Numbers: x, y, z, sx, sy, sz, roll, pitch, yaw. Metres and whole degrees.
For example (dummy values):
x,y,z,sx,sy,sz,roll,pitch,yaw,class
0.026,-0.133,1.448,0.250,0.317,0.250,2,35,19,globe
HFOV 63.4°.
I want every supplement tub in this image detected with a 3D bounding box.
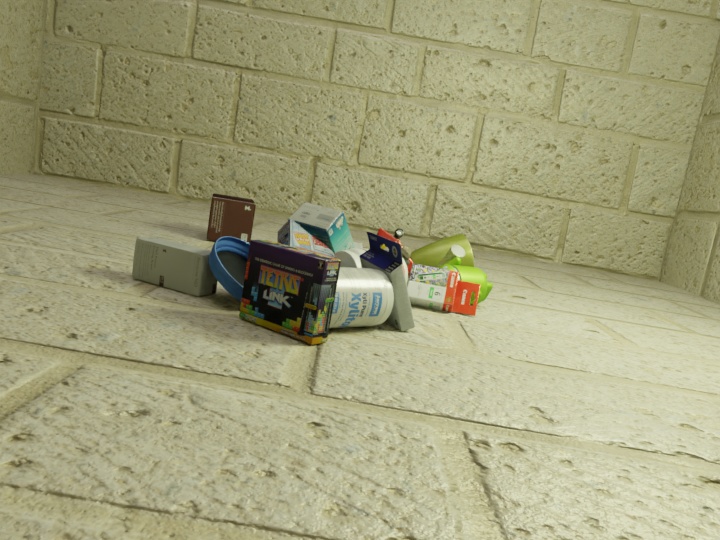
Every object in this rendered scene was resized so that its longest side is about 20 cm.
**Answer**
x,y,z,sx,sy,sz,roll,pitch,yaw,class
0.019,0.011,1.580,0.199,0.141,0.140,0,13,-45,supplement tub
-0.041,0.058,1.256,0.199,0.133,0.132,1,12,-39,supplement tub

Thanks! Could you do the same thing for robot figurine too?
x,y,z,sx,sy,sz,roll,pitch,yaw,class
0.296,0.044,1.745,0.199,0.116,0.176,6,41,-26,robot figurine

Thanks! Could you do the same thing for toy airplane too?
x,y,z,sx,sy,sz,roll,pitch,yaw,class
0.115,-0.021,1.882,0.141,0.201,0.199,-27,33,-17,toy airplane

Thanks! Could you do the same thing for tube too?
x,y,z,sx,sy,sz,roll,pitch,yaw,class
0.269,-0.001,1.874,0.058,0.200,0.052,36,46,8,tube

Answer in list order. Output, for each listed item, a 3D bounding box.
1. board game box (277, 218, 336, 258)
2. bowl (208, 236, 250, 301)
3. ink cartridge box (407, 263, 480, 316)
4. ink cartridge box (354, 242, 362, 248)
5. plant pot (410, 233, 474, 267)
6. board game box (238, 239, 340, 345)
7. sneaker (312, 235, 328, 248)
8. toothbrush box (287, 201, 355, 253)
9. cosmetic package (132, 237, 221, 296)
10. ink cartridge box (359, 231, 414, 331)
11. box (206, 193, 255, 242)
x,y,z,sx,sy,sz,roll,pitch,yaw,class
-0.124,-0.018,1.396,0.199,0.201,0.062,13,-40,-42,board game box
-0.259,0.006,1.334,0.200,0.039,0.201,38,21,-17,bowl
0.232,0.054,1.628,0.198,0.110,0.050,11,-29,9,ink cartridge box
-0.072,-0.086,2.416,0.161,0.057,0.200,9,17,-4,ink cartridge box
0.263,-0.020,2.009,0.198,0.189,0.187,-8,13,-12,plant pot
-0.144,0.039,1.157,0.199,0.167,0.057,15,10,32,board game box
-0.131,-0.014,1.508,0.080,0.075,0.201,35,36,-22,sneaker
-0.101,-0.081,1.654,0.146,0.201,0.085,18,55,32,toothbrush box
-0.433,-0.011,1.371,0.199,0.102,0.074,12,9,22,cosmetic package
0.055,0.021,1.378,0.040,0.201,0.199,-16,17,-18,ink cartridge box
-0.500,-0.199,2.248,0.163,0.167,0.200,8,8,-15,box
